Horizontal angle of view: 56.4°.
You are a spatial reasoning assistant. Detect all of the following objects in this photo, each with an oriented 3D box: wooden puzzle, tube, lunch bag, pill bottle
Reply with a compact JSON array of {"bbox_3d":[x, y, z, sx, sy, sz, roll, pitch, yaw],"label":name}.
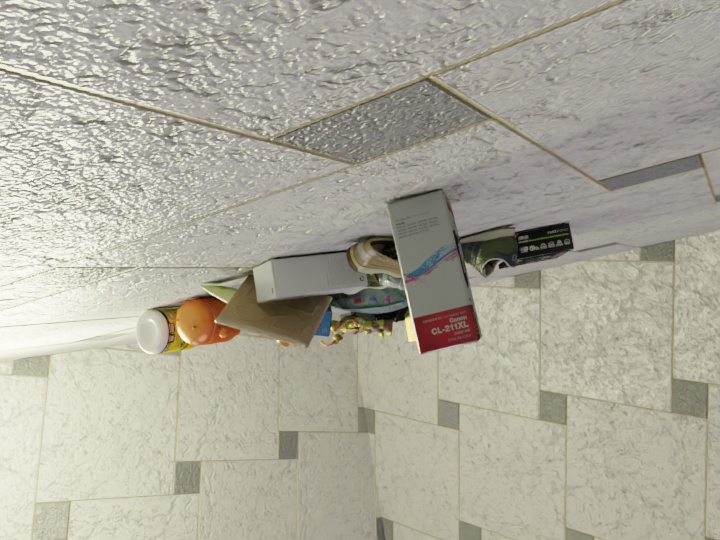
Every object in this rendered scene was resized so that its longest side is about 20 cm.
[{"bbox_3d":[-0.165,0.085,1.306,0.181,0.047,0.201,15,-153,7],"label":"wooden puzzle"},{"bbox_3d":[-0.238,0.066,1.400,0.196,0.052,0.059,21,142,18],"label":"tube"},{"bbox_3d":[0.029,0.043,1.577,0.196,0.125,0.170,-15,174,18],"label":"lunch bag"},{"bbox_3d":[-0.490,0.157,1.800,0.110,0.115,0.199,-13,174,30],"label":"pill bottle"}]

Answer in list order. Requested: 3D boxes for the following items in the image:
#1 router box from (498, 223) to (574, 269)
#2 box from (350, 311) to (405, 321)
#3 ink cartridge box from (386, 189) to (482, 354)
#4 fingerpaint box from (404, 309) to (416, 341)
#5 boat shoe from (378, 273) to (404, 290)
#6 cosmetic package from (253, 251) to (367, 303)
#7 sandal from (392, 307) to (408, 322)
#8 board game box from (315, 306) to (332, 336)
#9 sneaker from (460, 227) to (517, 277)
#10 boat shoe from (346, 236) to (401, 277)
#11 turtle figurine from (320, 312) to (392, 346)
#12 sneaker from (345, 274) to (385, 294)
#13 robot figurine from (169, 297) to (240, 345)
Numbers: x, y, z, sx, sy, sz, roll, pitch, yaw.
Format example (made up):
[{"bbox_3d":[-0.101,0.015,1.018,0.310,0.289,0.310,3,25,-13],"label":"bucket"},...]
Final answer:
[{"bbox_3d":[0.407,-0.055,1.595,0.146,0.064,0.200,-10,174,3],"label":"router box"},{"bbox_3d":[0.051,0.069,1.772,0.078,0.145,0.198,-14,173,32],"label":"box"},{"bbox_3d":[0.105,0.004,0.932,0.081,0.205,0.146,-13,174,12],"label":"ink cartridge box"},{"bbox_3d":[0.190,0.078,1.808,0.165,0.205,0.073,-5,174,-44],"label":"fingerpaint box"},{"bbox_3d":[0.118,-0.003,1.362,0.064,0.076,0.200,26,-154,32],"label":"boat shoe"},{"bbox_3d":[-0.096,0.012,1.294,0.196,0.073,0.101,-7,175,-31],"label":"cosmetic package"},{"bbox_3d":[0.134,0.053,1.692,0.045,0.203,0.075,33,-146,24],"label":"sandal"},{"bbox_3d":[-0.166,0.097,1.570,0.195,0.057,0.196,8,-174,-4],"label":"board game box"},{"bbox_3d":[0.248,-0.028,1.425,0.066,0.092,0.198,-5,173,-46],"label":"sneaker"},{"bbox_3d":[0.067,-0.031,1.226,0.198,0.073,0.076,-6,158,-47],"label":"boat shoe"},{"bbox_3d":[-0.012,0.136,1.610,0.158,0.066,0.200,3,156,-23],"label":"turtle figurine"},{"bbox_3d":[0.000,0.000,1.416,0.198,0.079,0.088,-22,151,40],"label":"sneaker"},{"bbox_3d":[-0.379,0.125,1.676,0.116,0.146,0.199,-37,164,23],"label":"robot figurine"}]
